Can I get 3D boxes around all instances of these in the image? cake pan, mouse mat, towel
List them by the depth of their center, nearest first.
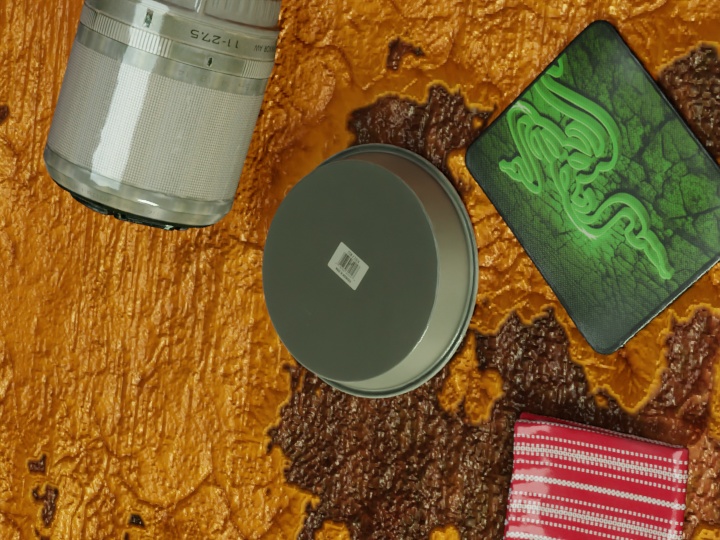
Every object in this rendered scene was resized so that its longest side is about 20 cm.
[{"bbox_3d":[0.176,-0.060,1.339,0.161,0.008,0.201,-45,65,27],"label":"mouse mat"},{"bbox_3d":[0.162,0.214,1.339,0.144,0.022,0.202,10,95,34],"label":"towel"},{"bbox_3d":[0.000,0.000,1.445,0.199,0.037,0.202,0,89,36],"label":"cake pan"}]

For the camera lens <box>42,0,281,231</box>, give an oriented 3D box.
[{"bbox_3d":[-0.159,-0.143,1.484,0.159,0.160,0.201,25,104,33],"label":"camera lens"}]
